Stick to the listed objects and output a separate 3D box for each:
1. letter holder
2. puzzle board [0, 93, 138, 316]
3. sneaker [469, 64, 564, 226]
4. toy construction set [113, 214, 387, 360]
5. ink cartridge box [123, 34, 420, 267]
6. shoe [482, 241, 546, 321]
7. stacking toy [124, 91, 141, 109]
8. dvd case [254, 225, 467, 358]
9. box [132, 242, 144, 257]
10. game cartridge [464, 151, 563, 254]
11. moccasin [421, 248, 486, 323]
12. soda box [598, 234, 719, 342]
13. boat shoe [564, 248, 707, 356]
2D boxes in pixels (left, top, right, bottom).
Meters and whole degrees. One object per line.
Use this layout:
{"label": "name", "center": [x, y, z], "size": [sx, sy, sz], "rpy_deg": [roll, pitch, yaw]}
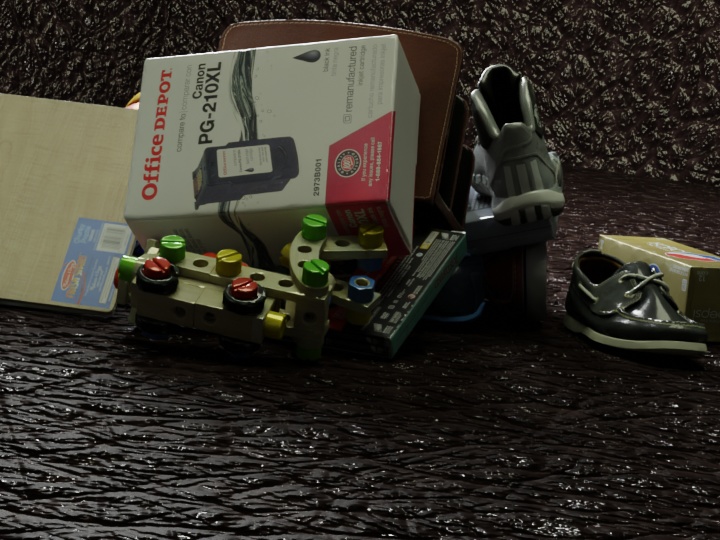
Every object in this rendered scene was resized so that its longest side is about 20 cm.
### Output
{"label": "letter holder", "center": [-0.014, -0.113, 1.617], "size": [0.200, 0.142, 0.101], "rpy_deg": [6, -15, 17]}
{"label": "puzzle board", "center": [-0.238, -0.051, 1.576], "size": [0.150, 0.200, 0.017], "rpy_deg": [7, -37, 6]}
{"label": "sneaker", "center": [0.121, -0.114, 1.655], "size": [0.075, 0.116, 0.200], "rpy_deg": [-14, 16, -2]}
{"label": "toy construction set", "center": [-0.089, 0.007, 1.426], "size": [0.200, 0.092, 0.131], "rpy_deg": [0, 29, 19]}
{"label": "ink cartridge box", "center": [-0.063, -0.084, 1.511], "size": [0.200, 0.145, 0.084], "rpy_deg": [-4, -30, 14]}
{"label": "shoe", "center": [0.106, 0.002, 1.739], "size": [0.091, 0.072, 0.200], "rpy_deg": [1, 4, -1]}
{"label": "stacking toy", "center": [-0.178, -0.117, 1.838], "size": [0.146, 0.146, 0.200], "rpy_deg": [6, 45, 6]}
{"label": "dvd case", "center": [-0.038, 0.003, 1.527], "size": [0.200, 0.022, 0.146], "rpy_deg": [9, 36, 23]}
{"label": "box", "center": [-0.230, -0.029, 1.723], "size": [0.200, 0.064, 0.070], "rpy_deg": [5, 7, 0]}
{"label": "game cartridge", "center": [0.102, -0.053, 1.739], "size": [0.133, 0.041, 0.200], "rpy_deg": [-7, 16, 11]}
{"label": "moccasin", "center": [0.000, 0.000, 1.629], "size": [0.200, 0.068, 0.080], "rpy_deg": [6, 0, -4]}
{"label": "soda box", "center": [0.268, 0.014, 1.767], "size": [0.068, 0.064, 0.200], "rpy_deg": [3, 7, -16]}
{"label": "boat shoe", "center": [0.213, 0.027, 1.615], "size": [0.072, 0.068, 0.200], "rpy_deg": [5, 8, -17]}
